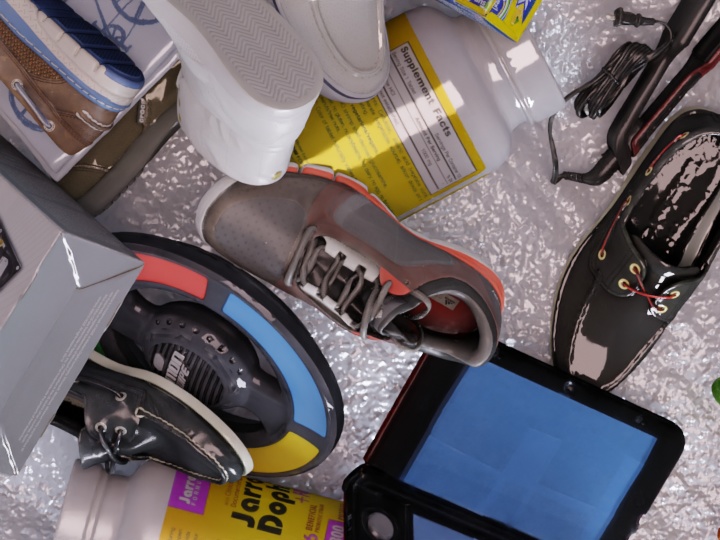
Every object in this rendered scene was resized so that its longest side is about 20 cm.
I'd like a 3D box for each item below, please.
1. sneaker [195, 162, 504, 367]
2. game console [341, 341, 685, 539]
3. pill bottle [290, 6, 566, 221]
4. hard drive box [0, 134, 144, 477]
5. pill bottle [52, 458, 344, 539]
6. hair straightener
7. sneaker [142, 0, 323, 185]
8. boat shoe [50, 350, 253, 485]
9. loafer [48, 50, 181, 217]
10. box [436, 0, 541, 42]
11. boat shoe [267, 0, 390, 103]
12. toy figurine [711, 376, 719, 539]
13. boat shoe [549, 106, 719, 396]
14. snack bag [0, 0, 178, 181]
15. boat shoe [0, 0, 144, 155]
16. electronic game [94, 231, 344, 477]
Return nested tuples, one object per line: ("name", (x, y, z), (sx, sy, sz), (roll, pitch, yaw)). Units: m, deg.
("sneaker", (0.000, 0.000, 1.587), (0.200, 0.082, 0.077), (20, 114, -15))
("game console", (0.101, 0.160, 1.673), (0.200, 0.172, 0.119), (24, 132, -25))
("pill bottle", (0.019, -0.090, 1.659), (0.200, 0.112, 0.113), (-28, 99, 3))
("hard drive box", (-0.245, 0.003, 1.631), (0.077, 0.200, 0.156), (23, 102, -49))
("pill bottle", (-0.092, 0.178, 1.708), (0.200, 0.104, 0.104), (14, 99, -4))
("hair straightener", (0.177, -0.135, 1.691), (0.077, 0.041, 0.200), (36, 103, -18))
("sneaker", (-0.099, -0.139, 1.569), (0.074, 0.116, 0.200), (-25, 69, -23))
("boat shoe", (-0.160, 0.091, 1.671), (0.199, 0.075, 0.066), (30, 62, 18))
("loafer", (-0.128, -0.122, 1.669), (0.070, 0.075, 0.200), (41, 97, -11))
("box", (0.021, -0.213, 1.614), (0.200, 0.064, 0.070), (30, 90, 24))
("boat shoe", (-0.021, -0.188, 1.548), (0.071, 0.070, 0.200), (-32, 111, -35))
("toy figurine", (0.285, 0.188, 1.717), (0.200, 0.150, 0.184), (24, 109, 17))
("boat shoe", (0.179, -0.008, 1.702), (0.074, 0.063, 0.201), (26, 100, -10))
("snack bag", (-0.185, -0.187, 1.656), (0.189, 0.021, 0.200), (-46, 74, 8))
("boat shoe", (-0.221, -0.148, 1.615), (0.200, 0.072, 0.072), (43, 105, 20))
("electronic game", (-0.099, 0.054, 1.660), (0.200, 0.200, 0.042), (40, 56, -7))
